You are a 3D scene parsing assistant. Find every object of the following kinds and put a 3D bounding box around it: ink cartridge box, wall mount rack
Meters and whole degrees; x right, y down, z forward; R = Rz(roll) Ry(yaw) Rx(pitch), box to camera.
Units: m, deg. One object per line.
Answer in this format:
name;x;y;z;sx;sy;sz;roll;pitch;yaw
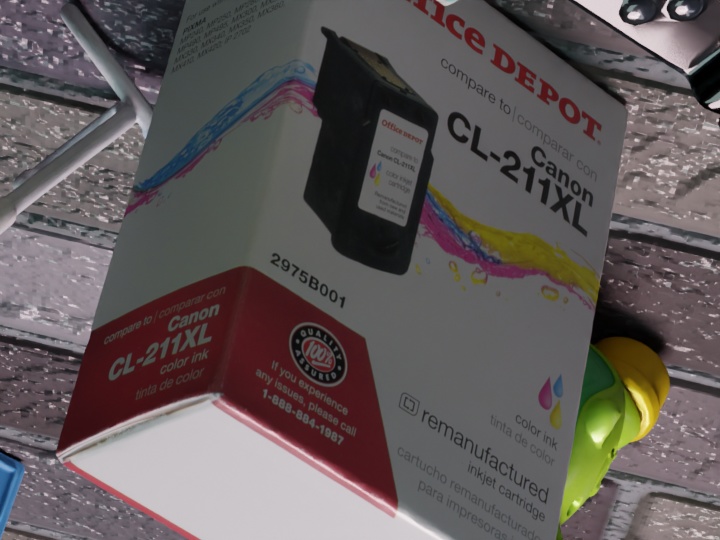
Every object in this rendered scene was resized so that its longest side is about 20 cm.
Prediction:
ink cartridge box;0.000;0.000;0.949;0.146;0.200;0.083;33;142;-29
wall mount rack;-0.067;0.007;1.003;0.200;0.075;0.174;53;-179;-7

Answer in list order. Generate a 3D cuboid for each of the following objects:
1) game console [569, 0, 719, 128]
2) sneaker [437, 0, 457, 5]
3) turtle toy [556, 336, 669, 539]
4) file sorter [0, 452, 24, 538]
game console;0.152;-0.087;0.757;0.172;0.119;0.200;29;126;-34
sneaker;0.050;-0.114;0.848;0.200;0.089;0.075;8;148;10
turtle toy;0.018;0.066;1.129;0.200;0.146;0.101;-14;118;39
file sorter;-0.270;0.161;1.335;0.139;0.200;0.123;30;149;-25
